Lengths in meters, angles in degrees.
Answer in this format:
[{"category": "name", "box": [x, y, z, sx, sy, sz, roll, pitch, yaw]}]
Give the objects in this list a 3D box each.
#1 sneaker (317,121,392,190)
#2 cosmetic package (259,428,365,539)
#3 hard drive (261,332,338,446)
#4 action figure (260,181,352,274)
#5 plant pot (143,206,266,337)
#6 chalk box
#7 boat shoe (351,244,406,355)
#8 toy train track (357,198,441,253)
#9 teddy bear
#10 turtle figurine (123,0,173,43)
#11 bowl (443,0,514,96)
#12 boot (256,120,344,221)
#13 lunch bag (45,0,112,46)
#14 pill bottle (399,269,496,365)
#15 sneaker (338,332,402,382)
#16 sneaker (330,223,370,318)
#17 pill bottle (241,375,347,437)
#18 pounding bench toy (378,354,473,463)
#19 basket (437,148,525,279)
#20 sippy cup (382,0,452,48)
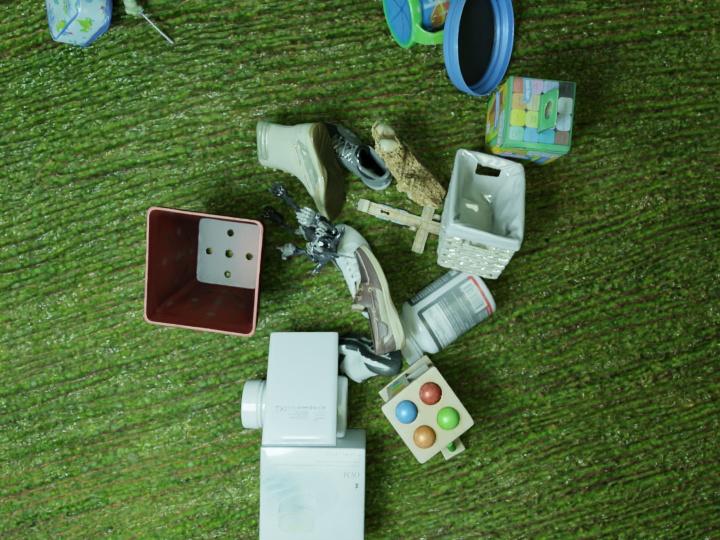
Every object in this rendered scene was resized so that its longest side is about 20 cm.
[{"category": "sneaker", "box": [-0.019, -0.233, 1.032, 0.198, 0.115, 0.076, 31, 91, 0]}, {"category": "cosmetic package", "box": [-0.088, 0.422, 1.037, 0.194, 0.123, 0.205, 1, 92, 0]}, {"category": "hard drive", "box": [-0.106, 0.213, 0.982, 0.129, 0.026, 0.204, 0, 62, 0]}, {"category": "action figure", "box": [-0.109, -0.071, 1.019, 0.199, 0.102, 0.120, 41, 110, 19]}, {"category": "plant pot", "box": [-0.264, -0.014, 0.995, 0.195, 0.176, 0.205, 8, 103, 1]}, {"category": "chalk box", "box": [0.311, -0.273, 0.988, 0.121, 0.200, 0.128, 6, 90, 0]}, {"category": "boat shoe", "box": [0.017, 0.052, 0.963, 0.071, 0.072, 0.204, -18, 77, -8]}, {"category": "toy train track", "box": [0.089, -0.105, 1.075, 0.196, 0.033, 0.117, 16, 91, 1]}, {"category": "teddy bear", "box": [0.083, -0.194, 1.020, 0.066, 0.199, 0.147, -37, 55, 19]}, {"category": "turtle figurine", "box": [-0.409, -0.570, 1.053, 0.144, 0.198, 0.195, -48, 65, 28]}, {"category": "bowl", "box": [0.221, -0.433, 1.006, 0.039, 0.199, 0.205, 19, 90, 40]}, {"category": "boot", "box": [-0.118, -0.195, 1.048, 0.152, 0.072, 0.203, 13, 135, 29]}, {"category": "lunch bag", "box": [-0.542, -0.545, 1.021, 0.159, 0.082, 0.205, -11, 88, 40]}, {"category": "pill bottle", "box": [0.150, 0.085, 1.036, 0.198, 0.114, 0.115, -34, 90, 1]}, {"category": "sneaker", "box": [0.017, 0.173, 1.014, 0.073, 0.199, 0.082, -17, 102, -29]}, {"category": "sneaker", "box": [0.000, 0.000, 1.052, 0.075, 0.081, 0.203, -27, 89, 2]}, {"category": "pill bottle", "box": [-0.123, 0.259, 1.038, 0.195, 0.114, 0.117, 2, 91, 0]}, {"category": "pounding bench toy", "box": [0.142, 0.287, 1.016, 0.123, 0.156, 0.201, -37, 91, 0]}, {"category": "basket", "box": [0.217, -0.101, 0.988, 0.133, 0.124, 0.203, 14, 53, 0]}, {"category": "sippy cup", "box": [0.125, -0.516, 1.029, 0.128, 0.139, 0.181, -23, 102, -11]}]
